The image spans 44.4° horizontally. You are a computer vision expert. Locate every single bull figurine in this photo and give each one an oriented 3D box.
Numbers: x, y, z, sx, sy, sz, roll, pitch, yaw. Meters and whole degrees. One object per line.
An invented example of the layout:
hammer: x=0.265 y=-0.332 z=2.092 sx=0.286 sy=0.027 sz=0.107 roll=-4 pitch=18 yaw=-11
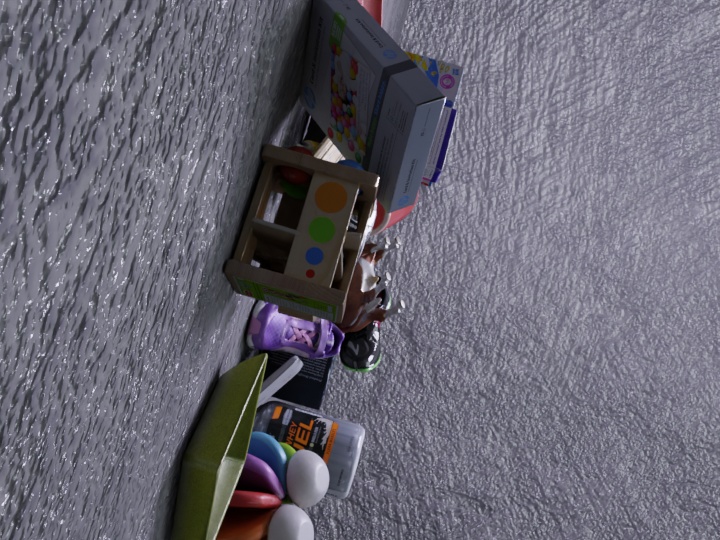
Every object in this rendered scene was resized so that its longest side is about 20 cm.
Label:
bull figurine: x=0.000 y=0.000 z=1.350 sx=0.065 sy=0.121 sz=0.201 roll=35 pitch=42 yaw=-49

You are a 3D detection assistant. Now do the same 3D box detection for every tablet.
tablet: x=-0.136 y=0.175 z=1.292 sx=0.130 sy=0.014 sz=0.200 roll=-40 pitch=174 yaw=-7

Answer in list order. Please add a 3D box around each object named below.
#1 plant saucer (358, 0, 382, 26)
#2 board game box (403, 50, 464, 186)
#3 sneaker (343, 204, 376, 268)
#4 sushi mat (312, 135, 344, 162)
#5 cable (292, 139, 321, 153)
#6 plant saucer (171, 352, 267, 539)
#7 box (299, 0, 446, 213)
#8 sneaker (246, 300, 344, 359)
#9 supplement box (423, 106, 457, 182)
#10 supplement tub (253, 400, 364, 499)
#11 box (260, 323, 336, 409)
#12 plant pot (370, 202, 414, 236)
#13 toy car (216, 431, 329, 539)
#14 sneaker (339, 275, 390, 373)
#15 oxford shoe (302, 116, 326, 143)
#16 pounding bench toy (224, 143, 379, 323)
plant saucer: x=-0.005 y=-0.328 z=1.066 sx=0.200 sy=0.036 sz=0.200 roll=-72 pitch=167 yaw=-50
board game box: x=0.053 y=-0.266 z=1.475 sx=0.056 sy=0.195 sz=0.201 roll=94 pitch=12 yaw=-83
sneaker: x=-0.023 y=-0.049 z=1.268 sx=0.089 sy=0.074 sz=0.201 roll=165 pitch=-59 yaw=-89
sushi mat: x=-0.016 y=-0.147 z=1.100 sx=0.200 sy=0.012 sz=0.096 roll=-56 pitch=148 yaw=-30
cable: x=-0.028 y=-0.128 z=1.133 sx=0.199 sy=0.050 sz=0.098 roll=-17 pitch=124 yaw=-46
plant saucer: x=-0.170 y=0.222 z=1.035 sx=0.200 sy=0.048 sz=0.201 roll=-72 pitch=178 yaw=-56
box: x=0.006 y=-0.186 z=0.957 sx=0.200 sy=0.041 sz=0.156 roll=55 pitch=-29 yaw=28
sneaker: x=-0.085 y=0.087 z=1.246 sx=0.200 sy=0.088 sz=0.081 roll=21 pitch=89 yaw=-64
supplement box: x=0.040 y=-0.219 z=1.384 sx=0.101 sy=0.199 sz=0.104 roll=100 pitch=5 yaw=-85
supplement tub: x=-0.102 y=0.284 z=1.420 sx=0.123 sy=0.199 sz=0.123 roll=15 pitch=90 yaw=-89
box: x=-0.086 y=0.085 z=1.474 sx=0.200 sy=0.123 sz=0.197 roll=-73 pitch=180 yaw=-57
plant pot: x=0.031 y=-0.180 z=2.201 sx=0.177 sy=0.199 sz=0.201 roll=-54 pitch=162 yaw=-61
toy car: x=-0.154 y=0.321 z=1.261 sx=0.150 sy=0.174 sz=0.201 roll=56 pitch=37 yaw=-37
sneaker: x=0.005 y=0.089 z=1.521 sx=0.084 sy=0.076 sz=0.201 roll=81 pitch=15 yaw=-46
oxford shoe: x=-0.039 y=-0.197 z=1.199 sx=0.071 sy=0.071 sz=0.201 roll=-84 pitch=-173 yaw=-65
pounding bench toy: x=-0.059 y=-0.036 z=0.976 sx=0.200 sy=0.124 sz=0.157 roll=101 pitch=5 yaw=-78
